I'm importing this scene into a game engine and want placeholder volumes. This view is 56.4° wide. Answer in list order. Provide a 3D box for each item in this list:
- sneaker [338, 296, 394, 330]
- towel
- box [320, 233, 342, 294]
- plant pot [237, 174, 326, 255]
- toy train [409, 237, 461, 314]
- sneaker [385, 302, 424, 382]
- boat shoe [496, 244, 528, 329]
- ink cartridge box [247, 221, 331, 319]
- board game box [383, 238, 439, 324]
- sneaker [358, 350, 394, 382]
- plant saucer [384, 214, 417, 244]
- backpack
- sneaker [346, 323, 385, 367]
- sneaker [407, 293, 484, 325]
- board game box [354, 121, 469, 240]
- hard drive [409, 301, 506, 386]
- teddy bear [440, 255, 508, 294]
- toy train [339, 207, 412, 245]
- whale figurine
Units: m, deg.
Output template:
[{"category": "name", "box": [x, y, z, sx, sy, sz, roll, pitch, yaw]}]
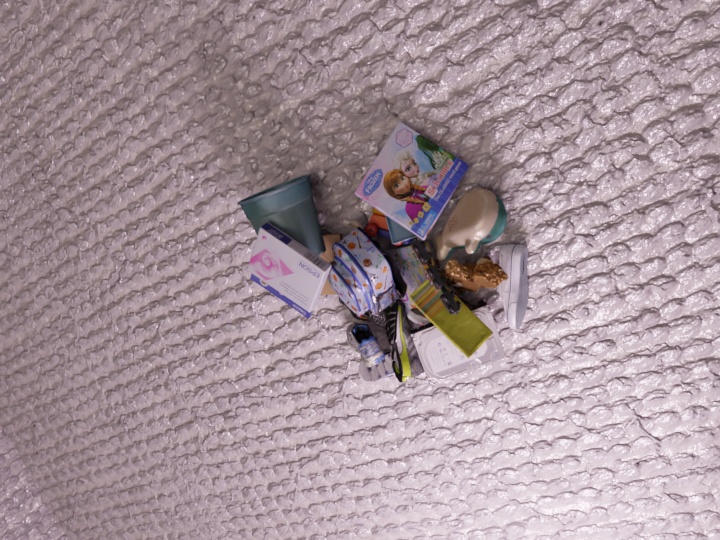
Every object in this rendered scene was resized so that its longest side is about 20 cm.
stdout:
[{"category": "sneaker", "box": [0.020, 0.108, 1.749, 0.198, 0.087, 0.081, 31, 122, -1]}, {"category": "towel", "box": [0.208, 0.103, 1.560, 0.086, 0.018, 0.200, -44, 74, -2]}, {"category": "box", "box": [-0.128, -0.016, 1.822, 0.197, 0.021, 0.167, 0, 108, 27]}, {"category": "plant pot", "box": [-0.187, -0.116, 1.711, 0.197, 0.200, 0.199, -13, 104, 28]}, {"category": "toy train", "box": [0.173, 0.013, 1.560, 0.034, 0.046, 0.202, -26, 76, -11]}, {"category": "sneaker", "box": [0.116, 0.178, 1.706, 0.074, 0.080, 0.204, 165, 99, -66]}, {"category": "boat shoe", "box": [0.356, 0.035, 1.590, 0.066, 0.073, 0.204, 11, 104, 37]}, {"category": "ink cartridge box", "box": [-0.184, 0.012, 1.649, 0.195, 0.043, 0.202, 32, 129, 10]}, {"category": "board game box", "box": [0.143, 0.031, 1.702, 0.133, 0.034, 0.203, -11, 104, 29]}, {"category": "sneaker", "box": [0.087, 0.241, 1.783, 0.196, 0.115, 0.082, -11, 86, -3]}, {"category": "plant saucer", "box": [0.084, -0.168, 1.605, 0.069, 0.019, 0.204, -17, 82, 17]}, {"category": "backpack", "box": [0.000, 0.000, 1.640, 0.199, 0.153, 0.192, 40, 153, 30]}, {"category": "sneaker", "box": [0.007, 0.169, 1.744, 0.076, 0.200, 0.086, -27, 113, -12]}, {"category": "sneaker", "box": [0.213, 0.096, 1.649, 0.196, 0.077, 0.084, 4, 77, -1]}, {"category": "board game box", "box": [0.120, -0.209, 1.569, 0.198, 0.041, 0.202, 33, 90, 11]}, {"category": "hard drive", "box": [0.231, 0.175, 1.595, 0.197, 0.038, 0.142, -21, 101, 3]}, {"category": "teddy bear", "box": [0.256, 0.007, 1.575, 0.143, 0.068, 0.200, 20, 164, -8]}, {"category": "toy train", "box": [0.045, -0.144, 1.662, 0.197, 0.084, 0.118, 18, 105, 19]}, {"category": "whale figurine", "box": [0.256, -0.096, 1.558, 0.103, 0.161, 0.200, 21, 132, -30]}]
